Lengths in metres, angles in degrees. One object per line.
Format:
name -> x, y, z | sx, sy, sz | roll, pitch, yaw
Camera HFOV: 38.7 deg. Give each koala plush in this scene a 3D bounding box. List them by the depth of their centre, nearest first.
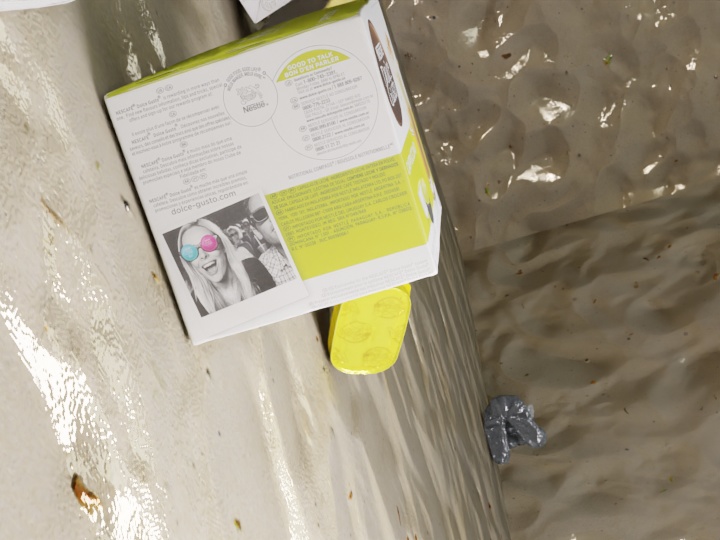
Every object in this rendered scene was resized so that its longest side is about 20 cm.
koala plush -> 0.451, 0.453, 3.039 | 0.186, 0.175, 0.200 | 66, 12, 9

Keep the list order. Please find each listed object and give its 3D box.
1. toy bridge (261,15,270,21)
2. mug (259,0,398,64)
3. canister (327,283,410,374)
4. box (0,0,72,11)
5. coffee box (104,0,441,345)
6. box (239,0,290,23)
toy bridge -> -0.115, -0.370, 1.416 | 0.201, 0.027, 0.068 | -82, 156, -64
mug -> -0.032, -0.242, 1.222 | 0.153, 0.148, 0.188 | 44, 28, -29
canister -> 0.000, 0.000, 1.247 | 0.202, 0.085, 0.150 | -99, -165, -44
box -> -0.161, -0.263, 0.556 | 0.200, 0.168, 0.202 | -75, 148, -72
coffee box -> -0.055, -0.090, 0.820 | 0.200, 0.196, 0.201 | -76, 149, -72
box -> -0.122, -0.384, 1.230 | 0.117, 0.059, 0.201 | 55, 17, -23
